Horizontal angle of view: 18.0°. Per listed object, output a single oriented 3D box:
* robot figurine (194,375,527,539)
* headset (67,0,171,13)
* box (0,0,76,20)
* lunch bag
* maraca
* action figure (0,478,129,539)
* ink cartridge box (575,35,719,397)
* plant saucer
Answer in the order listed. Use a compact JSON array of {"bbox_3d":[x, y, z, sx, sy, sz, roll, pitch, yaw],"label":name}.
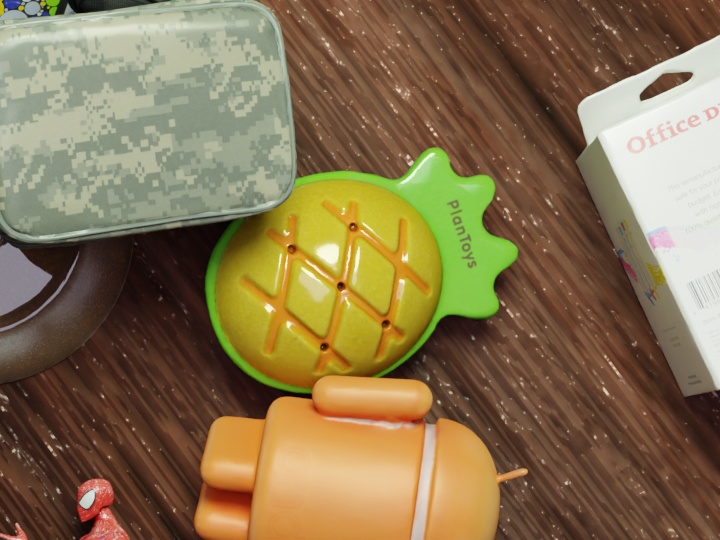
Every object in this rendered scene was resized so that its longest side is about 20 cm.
[{"bbox_3d":[0.000,0.143,1.413,0.200,0.117,0.144,8,77,0],"label":"robot figurine"},{"bbox_3d":[-0.140,-0.206,1.401,0.094,0.200,0.124,-1,100,27],"label":"headset"},{"bbox_3d":[-0.279,-0.170,1.449,0.200,0.064,0.070,-20,123,-4],"label":"box"},{"bbox_3d":[-0.145,-0.091,1.380,0.200,0.168,0.139,-9,97,-15],"label":"lunch bag"},{"bbox_3d":[0.000,0.000,1.431,0.200,0.107,0.137,-21,99,-8],"label":"maraca"},{"bbox_3d":[-0.193,0.229,1.420,0.099,0.065,0.200,6,84,-18],"label":"action figure"},{"bbox_3d":[0.229,-0.038,1.429,0.129,0.125,0.200,-24,85,-4],"label":"ink cartridge box"},{"bbox_3d":[-0.247,-0.027,1.463,0.200,0.037,0.201,0,85,-2],"label":"plant saucer"}]
